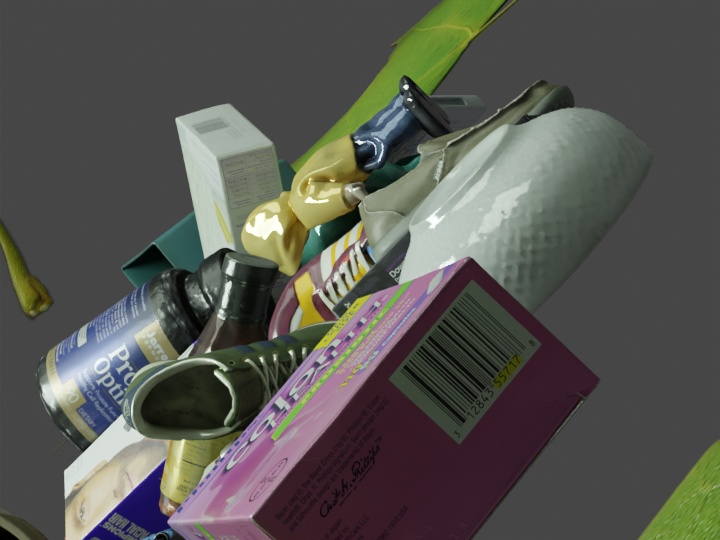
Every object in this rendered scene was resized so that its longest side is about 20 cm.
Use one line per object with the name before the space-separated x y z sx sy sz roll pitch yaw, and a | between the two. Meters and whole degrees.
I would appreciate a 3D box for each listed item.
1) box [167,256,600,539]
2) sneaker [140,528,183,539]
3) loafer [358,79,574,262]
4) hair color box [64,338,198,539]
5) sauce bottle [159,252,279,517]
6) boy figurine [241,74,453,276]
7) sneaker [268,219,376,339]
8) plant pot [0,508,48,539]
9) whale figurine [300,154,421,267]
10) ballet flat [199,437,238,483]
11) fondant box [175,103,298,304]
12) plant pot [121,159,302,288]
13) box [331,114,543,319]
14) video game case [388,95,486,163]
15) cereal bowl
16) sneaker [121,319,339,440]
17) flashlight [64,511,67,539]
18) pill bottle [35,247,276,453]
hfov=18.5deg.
box | 0.006 0.098 1.176 0.176 0.097 0.200 -49 7 -16
sneaker | -0.140 0.213 1.468 0.089 0.079 0.200 -48 7 8
loafer | 0.077 -0.085 1.705 0.200 0.070 0.075 -39 -25 0
hair color box | -0.163 0.154 1.841 0.200 0.065 0.109 -46 30 22
sauce bottle | -0.099 0.087 1.616 0.066 0.066 0.201 -100 23 -81
boy figurine | -0.015 -0.073 1.840 0.200 0.064 0.124 -43 19 9
sneaker | 0.000 0.000 1.810 0.200 0.075 0.090 -49 2 -9
plant pot | -0.281 0.269 1.660 0.200 0.200 0.174 -46 -10 6
whale figurine | 0.007 -0.060 1.975 0.159 0.104 0.200 -43 6 29
ballet flat | -0.074 0.144 1.521 0.067 0.062 0.200 -44 8 18
fondant box | -0.106 -0.035 1.998 0.058 0.200 0.144 -17 22 -13
plant pot | -0.139 -0.024 2.520 0.200 0.141 0.141 -42 5 -24
box | 0.074 -0.034 1.614 0.200 0.036 0.143 -44 -7 15
video game case | 0.018 -0.089 2.100 0.200 0.024 0.182 -47 -15 21
cereal bowl | 0.094 -0.034 1.438 0.200 0.083 0.200 -45 7 7
sneaker | -0.071 0.083 1.533 0.200 0.067 0.090 -11 6 6
flashlight | -0.266 0.259 1.975 0.068 0.068 0.200 -44 9 31
pill bottle | -0.173 0.069 1.914 0.200 0.112 0.112 -35 11 17
